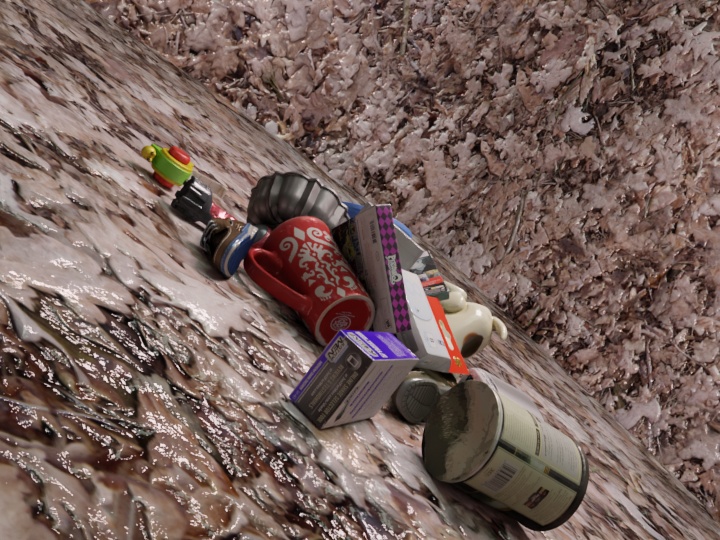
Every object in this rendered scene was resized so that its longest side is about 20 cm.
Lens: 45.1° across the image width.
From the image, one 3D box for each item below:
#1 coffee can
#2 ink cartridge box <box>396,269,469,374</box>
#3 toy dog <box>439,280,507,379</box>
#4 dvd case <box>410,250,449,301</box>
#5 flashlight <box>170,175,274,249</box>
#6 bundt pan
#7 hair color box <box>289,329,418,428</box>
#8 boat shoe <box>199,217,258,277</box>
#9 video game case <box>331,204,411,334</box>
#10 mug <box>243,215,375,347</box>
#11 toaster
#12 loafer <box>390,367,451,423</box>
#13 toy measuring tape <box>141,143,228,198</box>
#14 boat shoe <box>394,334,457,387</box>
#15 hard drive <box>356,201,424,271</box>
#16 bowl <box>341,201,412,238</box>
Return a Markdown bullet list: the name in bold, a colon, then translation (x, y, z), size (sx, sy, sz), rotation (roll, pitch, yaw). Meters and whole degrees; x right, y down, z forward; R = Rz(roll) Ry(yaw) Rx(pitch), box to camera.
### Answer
- **coffee can**: translation (0.205, 0.262, 1.226), size (0.199, 0.147, 0.147), rotation (33, 10, -29)
- **ink cartridge box**: translation (0.122, 0.090, 1.468), size (0.199, 0.047, 0.162), rotation (16, 46, -51)
- **toy dog**: translation (0.161, 0.146, 1.628), size (0.192, 0.141, 0.200), rotation (20, 41, 20)
- **dvd case**: translation (0.083, 0.020, 1.676), size (0.201, 0.144, 0.022), rotation (-107, -174, -64)
- **flashlight**: translation (-0.221, -0.085, 1.477), size (0.199, 0.068, 0.068), rotation (39, 41, -29)
- **bundt pan**: translation (-0.120, -0.078, 1.570), size (0.201, 0.201, 0.076), rotation (36, 48, -16)
- **hair color box**: translation (-0.003, 0.138, 1.129), size (0.065, 0.110, 0.200), rotation (40, 8, 17)
- **boat shoe**: translation (-0.212, -0.042, 1.349), size (0.072, 0.073, 0.200), rotation (26, 7, -4)
- **video game case**: translation (0.014, 0.010, 1.415), size (0.035, 0.203, 0.181), rotation (-7, -7, -25)
- **mug**: translation (-0.085, 0.030, 1.402), size (0.200, 0.176, 0.135), rotation (52, -26, 42)
- **toaster**: translation (0.234, 0.252, 1.506), size (0.128, 0.114, 0.200), rotation (33, 14, -19)
- **loafer**: translation (0.087, 0.195, 1.376), size (0.069, 0.076, 0.200), rotation (29, -1, 27)
- **toy measuring tape**: translation (-0.309, -0.168, 1.560), size (0.199, 0.074, 0.074), rotation (30, 12, -43)
- **boat shoe**: translation (0.078, 0.157, 1.502), size (0.200, 0.066, 0.074), rotation (43, 17, -2)
- **hard drive**: translation (0.000, 0.000, 1.520), size (0.132, 0.201, 0.026), rotation (41, 9, 8)
- **bowl**: translation (0.007, -0.082, 1.779), size (0.198, 0.040, 0.201), rotation (18, -13, 4)
